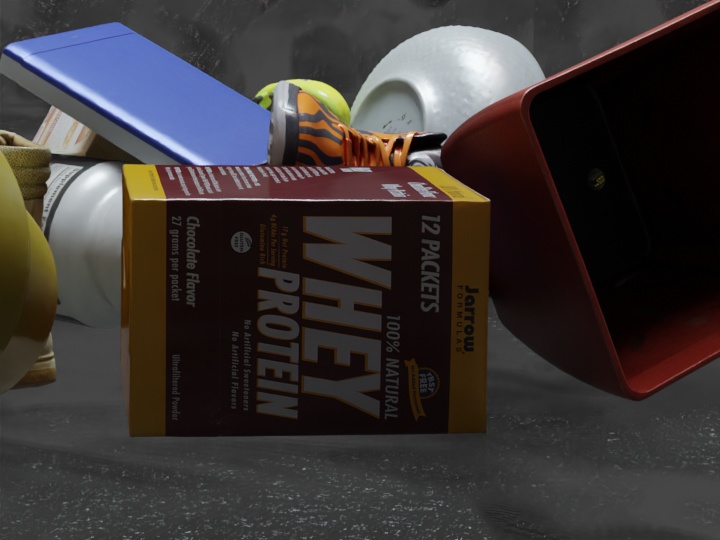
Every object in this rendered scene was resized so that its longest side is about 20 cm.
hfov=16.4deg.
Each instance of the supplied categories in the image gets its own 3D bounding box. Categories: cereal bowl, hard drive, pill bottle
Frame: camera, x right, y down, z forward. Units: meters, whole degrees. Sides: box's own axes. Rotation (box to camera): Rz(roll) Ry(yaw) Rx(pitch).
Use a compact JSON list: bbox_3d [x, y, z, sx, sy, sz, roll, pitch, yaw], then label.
[{"bbox_3d":[0.049,-0.092,1.881,0.083,0.201,0.200,15,-2,-38],"label":"cereal bowl"},{"bbox_3d":[-0.137,-0.113,1.754,0.200,0.025,0.132,32,28,24],"label":"hard drive"},{"bbox_3d":[-0.199,-0.022,1.748,0.199,0.117,0.116,9,11,41],"label":"pill bottle"}]

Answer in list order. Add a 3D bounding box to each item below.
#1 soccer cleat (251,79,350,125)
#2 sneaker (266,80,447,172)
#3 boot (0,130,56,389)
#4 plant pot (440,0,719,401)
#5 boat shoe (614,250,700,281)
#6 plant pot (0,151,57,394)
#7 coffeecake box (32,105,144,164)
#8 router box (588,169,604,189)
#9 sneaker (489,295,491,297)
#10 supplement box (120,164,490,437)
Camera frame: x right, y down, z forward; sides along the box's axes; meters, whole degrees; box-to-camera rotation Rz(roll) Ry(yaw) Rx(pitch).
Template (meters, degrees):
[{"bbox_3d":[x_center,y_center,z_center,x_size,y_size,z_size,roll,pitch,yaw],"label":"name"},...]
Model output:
[{"bbox_3d":[-0.049,-0.119,1.966,0.083,0.065,0.200,-28,3,-26],"label":"soccer cleat"},{"bbox_3d":[0.001,-0.077,1.635,0.111,0.078,0.200,5,-1,8],"label":"sneaker"},{"bbox_3d":[-0.259,-0.015,1.539,0.073,0.156,0.199,-6,11,-43],"label":"boot"},{"bbox_3d":[0.165,-0.047,1.601,0.199,0.201,0.176,-26,10,-27],"label":"plant pot"},{"bbox_3d":[0.229,0.024,1.705,0.199,0.061,0.074,2,40,34],"label":"boat shoe"},{"bbox_3d":[-0.256,0.003,1.356,0.200,0.202,0.189,4,-8,17],"label":"plant pot"},{"bbox_3d":[-0.159,-0.078,1.936,0.153,0.073,0.200,32,-10,-19],"label":"coffeecake box"},{"bbox_3d":[0.198,-0.046,1.893,0.051,0.149,0.200,-38,10,0],"label":"router box"},{"bbox_3d":[0.111,-0.002,1.928,0.199,0.072,0.083,9,-14,41],"label":"sneaker"},{"bbox_3d":[-0.038,0.013,1.458,0.199,0.134,0.197,0,8,-7],"label":"supplement box"}]
